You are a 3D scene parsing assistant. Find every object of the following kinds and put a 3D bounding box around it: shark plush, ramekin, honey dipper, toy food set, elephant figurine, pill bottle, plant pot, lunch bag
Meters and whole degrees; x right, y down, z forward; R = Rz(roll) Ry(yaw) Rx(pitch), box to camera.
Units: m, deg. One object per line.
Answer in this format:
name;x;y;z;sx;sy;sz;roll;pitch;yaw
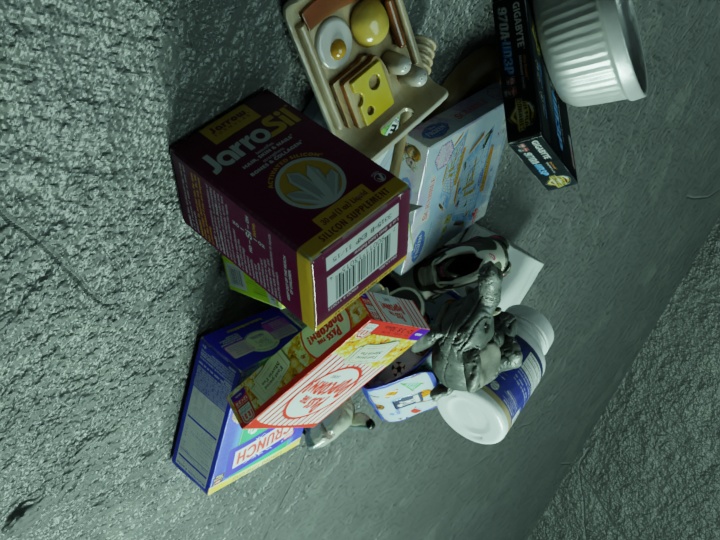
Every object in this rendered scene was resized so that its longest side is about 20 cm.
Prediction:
shark plush;-0.058;0.193;1.286;0.083;0.200;0.091;-47;108;-7
ramekin;0.296;-0.309;1.206;0.200;0.104;0.203;40;43;-52
honey dipper;0.047;-0.164;1.038;0.038;0.037;0.203;43;57;-63
toy food set;0.016;-0.223;0.941;0.143;0.060;0.202;-43;132;-23
elephant figurine;0.135;0.087;1.232;0.200;0.139;0.158;29;56;-70
pill bottle;0.210;0.150;1.410;0.200;0.118;0.121;-49;155;-35
plant pot;0.150;-0.204;1.262;0.199;0.027;0.202;-40;150;-29
lunch bag;0.083;0.131;1.423;0.200;0.123;0.171;-48;153;-12

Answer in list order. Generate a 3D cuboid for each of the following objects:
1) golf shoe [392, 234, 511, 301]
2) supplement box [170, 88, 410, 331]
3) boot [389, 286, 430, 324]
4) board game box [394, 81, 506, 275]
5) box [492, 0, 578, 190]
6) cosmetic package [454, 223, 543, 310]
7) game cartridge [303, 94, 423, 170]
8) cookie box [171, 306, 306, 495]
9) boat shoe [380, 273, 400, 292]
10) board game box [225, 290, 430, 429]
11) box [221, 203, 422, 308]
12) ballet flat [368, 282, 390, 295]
golf shoe;0.107;-0.003;1.278;0.198;0.078;0.088;-19;176;30
supplement box;-0.065;-0.062;0.883;0.130;0.199;0.104;-38;149;-28
boot;0.003;0.100;1.279;0.198;0.073;0.144;-25;162;1
board game box;0.115;-0.121;1.218;0.199;0.041;0.202;-34;146;-40
box;0.223;-0.224;1.189;0.159;0.045;0.203;32;50;-57
cosmetic package;0.220;0.001;1.549;0.114;0.081;0.199;-58;152;6
game cartridge;-0.006;-0.146;1.068;0.134;0.040;0.199;-55;153;9
cookie box;-0.132;0.154;1.156;0.170;0.075;0.202;-22;140;-47
boat shoe;0.000;0.000;1.215;0.067;0.057;0.200;-56;153;3
board game box;-0.034;0.104;1.057;0.200;0.047;0.151;-41;156;19
box;-0.038;-0.024;1.019;0.198;0.121;0.048;-23;111;-29
ballet flat;-0.002;0.028;1.099;0.200;0.064;0.072;15;67;-77
